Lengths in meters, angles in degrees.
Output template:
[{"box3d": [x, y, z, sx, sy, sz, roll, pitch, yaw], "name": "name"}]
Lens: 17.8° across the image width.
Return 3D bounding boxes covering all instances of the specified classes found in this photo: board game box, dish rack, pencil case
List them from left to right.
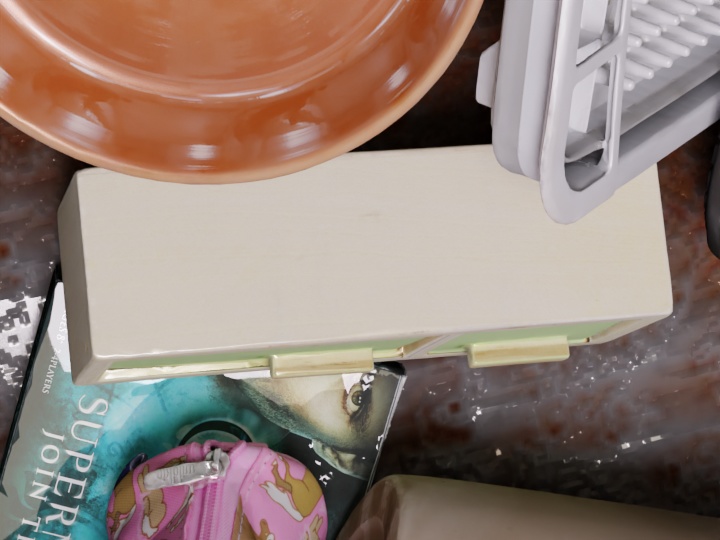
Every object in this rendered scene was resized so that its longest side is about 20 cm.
[{"box3d": [-0.075, 0.112, 0.851, 0.134, 0.028, 0.202, 15, 101, -11], "name": "board game box"}, {"box3d": [-0.056, 0.144, 0.743, 0.082, 0.201, 0.087, -30, 120, 26], "name": "pencil case"}, {"box3d": [0.096, -0.121, 0.748, 0.043, 0.200, 0.173, 18, 118, 27], "name": "dish rack"}]

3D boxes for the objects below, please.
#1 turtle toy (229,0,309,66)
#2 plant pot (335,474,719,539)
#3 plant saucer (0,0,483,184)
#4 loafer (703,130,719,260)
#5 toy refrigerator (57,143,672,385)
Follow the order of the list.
[{"box3d": [0.008, -0.165, 0.755, 0.198, 0.101, 0.147, -20, 117, 0], "name": "turtle toy"}, {"box3d": [0.066, 0.156, 0.801, 0.172, 0.200, 0.201, 25, 99, -10], "name": "plant pot"}, {"box3d": [-0.054, -0.121, 0.694, 0.198, 0.032, 0.202, 4, 120, 7], "name": "plant saucer"}, {"box3d": [0.191, -0.082, 0.805, 0.071, 0.073, 0.201, 34, 92, 15], "name": "loafer"}, {"box3d": [0.000, 0.000, 0.792, 0.198, 0.076, 0.071, -5, 82, -14], "name": "toy refrigerator"}]
